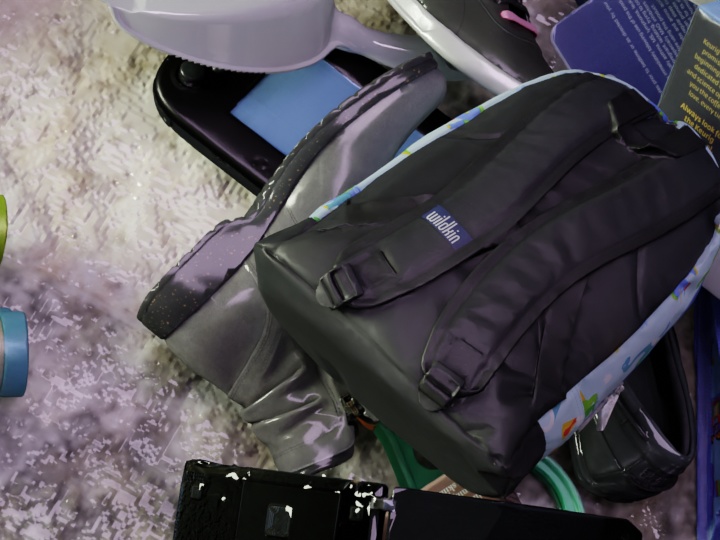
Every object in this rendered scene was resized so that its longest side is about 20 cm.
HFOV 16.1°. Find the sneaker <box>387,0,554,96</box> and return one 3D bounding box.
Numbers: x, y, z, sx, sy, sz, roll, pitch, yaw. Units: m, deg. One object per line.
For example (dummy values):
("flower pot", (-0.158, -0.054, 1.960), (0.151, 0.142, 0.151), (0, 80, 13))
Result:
("sneaker", (0.063, -0.162, 1.307), (0.099, 0.071, 0.200), (-46, 61, 9))

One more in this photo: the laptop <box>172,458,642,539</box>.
("laptop", (0.009, 0.187, 1.163), (0.103, 0.200, 0.178), (15, 81, -48))

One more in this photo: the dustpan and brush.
("dustpan and brush", (-0.036, -0.137, 1.315), (0.200, 0.057, 0.140), (9, 40, -7))

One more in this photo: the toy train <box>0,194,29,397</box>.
("toy train", (-0.225, -0.026, 1.249), (0.116, 0.085, 0.200), (1, 67, -20))

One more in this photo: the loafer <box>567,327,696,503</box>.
("loafer", (0.130, 0.016, 1.285), (0.068, 0.070, 0.201), (5, 65, -35))

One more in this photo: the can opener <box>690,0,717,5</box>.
("can opener", (0.142, -0.195, 1.333), (0.067, 0.053, 0.200), (-14, 39, -39))

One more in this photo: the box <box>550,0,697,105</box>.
("box", (0.200, -0.131, 1.356), (0.200, 0.032, 0.121), (-36, 100, -16))

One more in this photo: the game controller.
("game controller", (-0.009, -0.064, 1.318), (0.200, 0.042, 0.104), (38, 67, 6))

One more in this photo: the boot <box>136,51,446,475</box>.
("boot", (0.000, 0.000, 1.253), (0.132, 0.070, 0.200), (45, 87, 0))

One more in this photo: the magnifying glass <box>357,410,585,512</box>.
("magnifying glass", (0.029, 0.086, 1.273), (0.200, 0.022, 0.080), (42, 68, 10))

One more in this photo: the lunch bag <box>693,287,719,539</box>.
("lunch bag", (0.248, 0.048, 1.297), (0.150, 0.094, 0.200), (4, 58, -5))

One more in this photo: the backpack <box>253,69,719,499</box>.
("backpack", (0.076, -0.004, 1.174), (0.163, 0.154, 0.200), (40, 75, 17))

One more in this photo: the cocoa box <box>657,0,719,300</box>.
("cocoa box", (0.250, -0.037, 1.230), (0.133, 0.131, 0.200), (-19, 49, -41))

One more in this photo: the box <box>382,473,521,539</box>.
("box", (0.070, 0.196, 1.188), (0.100, 0.075, 0.200), (-32, 74, 6))
